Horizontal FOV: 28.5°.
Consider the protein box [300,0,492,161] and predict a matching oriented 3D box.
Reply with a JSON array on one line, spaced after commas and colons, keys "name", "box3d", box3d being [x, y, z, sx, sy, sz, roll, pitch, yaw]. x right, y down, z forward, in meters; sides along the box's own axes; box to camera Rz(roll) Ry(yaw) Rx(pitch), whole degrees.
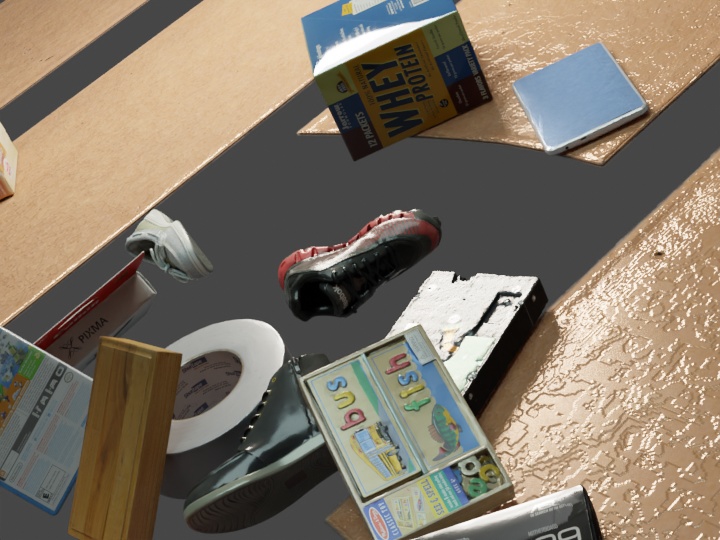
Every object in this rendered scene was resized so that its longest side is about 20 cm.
[{"name": "protein box", "box3d": [0.043, -0.281, 1.864, 0.198, 0.136, 0.199, -24, 32, 6]}]

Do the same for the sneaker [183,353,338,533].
[{"name": "sneaker", "box3d": [-0.092, 0.167, 1.358, 0.198, 0.075, 0.107, -28, 52, -10]}]

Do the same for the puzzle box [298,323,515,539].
[{"name": "puzzle box", "box3d": [0.037, 0.150, 1.280, 0.132, 0.026, 0.201, -24, 51, -7]}]

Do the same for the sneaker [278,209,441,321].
[{"name": "sneaker", "box3d": [0.000, 0.000, 1.557, 0.198, 0.071, 0.098, -22, 32, 14]}]

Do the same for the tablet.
[{"name": "tablet", "box3d": [0.261, -0.210, 1.713, 0.129, 0.014, 0.201, -24, 31, 6]}]

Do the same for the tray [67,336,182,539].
[{"name": "tray", "box3d": [-0.235, 0.173, 1.402, 0.098, 0.037, 0.203, 9, 89, 44]}]

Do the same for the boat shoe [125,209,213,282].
[{"name": "boat shoe", "box3d": [-0.242, -0.023, 1.779, 0.065, 0.075, 0.202, -41, 30, -10]}]

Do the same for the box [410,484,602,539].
[{"name": "box", "box3d": [0.102, 0.267, 1.117, 0.198, 0.050, 0.158, -20, 32, 13]}]

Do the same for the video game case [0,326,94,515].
[{"name": "video game case", "box3d": [-0.373, 0.148, 1.502, 0.144, 0.198, 0.018, -61, -1, -5]}]

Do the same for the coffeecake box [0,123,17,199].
[{"name": "coffeecake box", "box3d": [-0.651, -0.142, 2.253, 0.198, 0.074, 0.154, -25, 31, 3]}]

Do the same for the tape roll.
[{"name": "tape roll", "box3d": [-0.155, 0.142, 1.478, 0.198, 0.067, 0.201, -20, 32, 13]}]

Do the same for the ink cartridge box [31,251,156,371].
[{"name": "ink cartridge box", "box3d": [-0.318, 0.076, 1.633, 0.200, 0.044, 0.174, -43, 0, -23]}]

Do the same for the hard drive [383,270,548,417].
[{"name": "hard drive", "box3d": [0.085, 0.081, 1.408, 0.138, 0.038, 0.201, 2, 42, 39]}]
